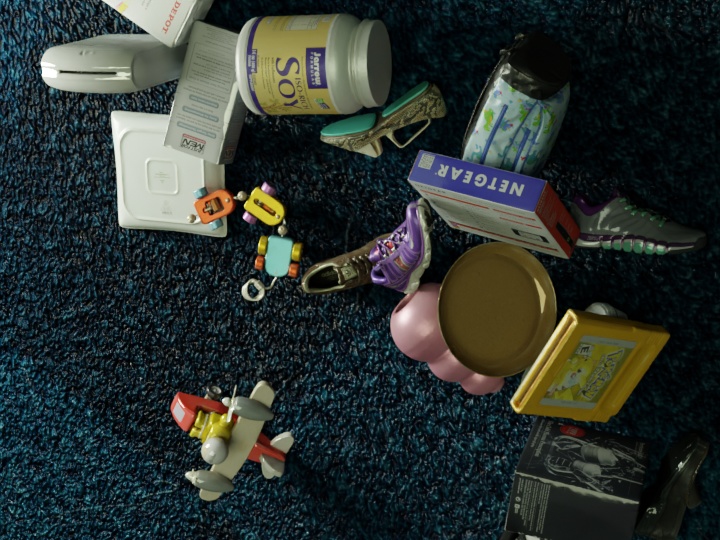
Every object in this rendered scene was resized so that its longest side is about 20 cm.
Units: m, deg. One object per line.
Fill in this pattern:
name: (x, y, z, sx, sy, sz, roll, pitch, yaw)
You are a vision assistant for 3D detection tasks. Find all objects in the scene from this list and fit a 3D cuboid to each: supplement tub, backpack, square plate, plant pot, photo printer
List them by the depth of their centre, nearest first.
backpack: (0.217, -0.209, 1.622, 0.154, 0.163, 0.200, 39, 124, 0)
supplement tub: (-0.066, -0.300, 1.691, 0.199, 0.145, 0.146, 2, 108, 19)
plant pot: (0.199, 0.058, 1.726, 0.199, 0.027, 0.201, 0, 90, -22)
photo printer: (-0.373, -0.314, 1.762, 0.166, 0.200, 0.070, 5, 109, 16)
square plate: (-0.315, -0.155, 1.889, 0.199, 0.028, 0.199, 6, 109, 17)

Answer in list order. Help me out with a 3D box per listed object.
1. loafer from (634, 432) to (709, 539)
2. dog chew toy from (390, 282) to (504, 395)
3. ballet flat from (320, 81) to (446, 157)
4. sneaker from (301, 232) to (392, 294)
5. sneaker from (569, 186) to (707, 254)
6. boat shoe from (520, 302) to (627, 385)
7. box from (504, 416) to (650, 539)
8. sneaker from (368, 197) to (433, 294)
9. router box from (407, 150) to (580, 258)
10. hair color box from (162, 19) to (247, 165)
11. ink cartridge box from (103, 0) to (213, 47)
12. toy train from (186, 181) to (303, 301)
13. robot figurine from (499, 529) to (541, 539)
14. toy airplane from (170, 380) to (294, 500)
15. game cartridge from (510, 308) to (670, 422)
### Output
loafer: (0.484, 0.330, 1.759, 0.072, 0.073, 0.200, 22, 123, 1)
dog chew toy: (0.141, 0.113, 1.776, 0.200, 0.125, 0.125, 44, 116, -7)
ballet flat: (0.038, -0.212, 1.734, 0.199, 0.068, 0.075, -22, 115, 22)
sneaker: (0.000, 0.000, 1.806, 0.199, 0.076, 0.071, -21, 100, 24)
sneaker: (0.391, -0.072, 1.652, 0.199, 0.074, 0.088, 4, 104, 18)
boat shoe: (0.326, 0.132, 1.741, 0.200, 0.067, 0.074, -48, 45, 30)
box: (0.328, 0.320, 1.732, 0.181, 0.200, 0.104, 12, 111, 14)
sneaker: (0.058, -0.029, 1.695, 0.083, 0.081, 0.200, 6, 144, -8)
router box: (0.190, -0.091, 1.633, 0.199, 0.179, 0.049, 18, 79, 29)
hair color box: (-0.226, -0.273, 1.786, 0.099, 0.061, 0.201, 20, 103, 12)
ink cartridge box: (-0.317, -0.455, 1.759, 0.200, 0.084, 0.145, 35, 115, 5)
toy train: (-0.175, -0.060, 1.849, 0.150, 0.056, 0.200, -28, 95, 11)
robot figurine: (0.297, 0.466, 1.831, 0.150, 0.125, 0.201, 14, 113, -5)
toy airplane: (-0.213, 0.289, 1.939, 0.198, 0.141, 0.201, -11, 103, 21)
game cartridge: (0.337, 0.144, 1.692, 0.199, 0.032, 0.177, 11, 119, -33)
